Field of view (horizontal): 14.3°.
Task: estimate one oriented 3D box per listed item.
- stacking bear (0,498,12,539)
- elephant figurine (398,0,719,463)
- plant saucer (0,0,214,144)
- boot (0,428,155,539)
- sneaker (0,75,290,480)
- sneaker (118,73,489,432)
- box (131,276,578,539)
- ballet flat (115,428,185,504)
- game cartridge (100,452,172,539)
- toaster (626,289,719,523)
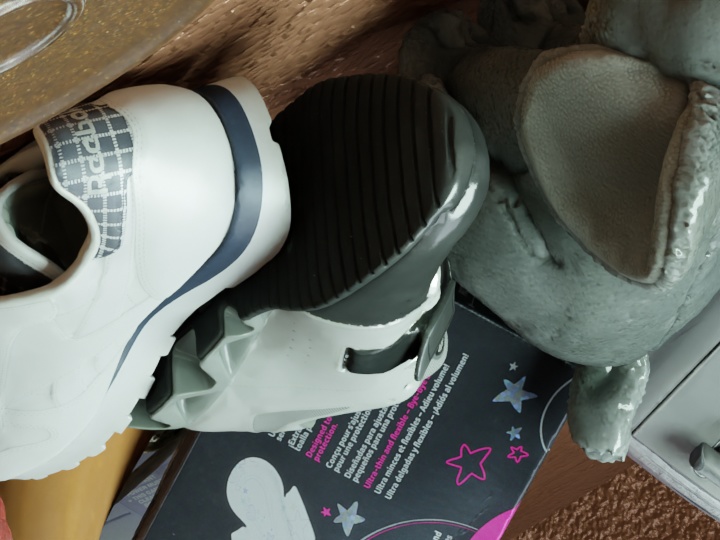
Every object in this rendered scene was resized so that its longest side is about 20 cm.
[{"bbox_3d":[-0.218,0.096,0.866,0.200,0.114,0.122,18,95,-61],"label":"stacking bear"},{"bbox_3d":[0.098,-0.054,0.882,0.200,0.155,0.142,-24,-146,57],"label":"elephant figurine"},{"bbox_3d":[-0.088,-0.066,0.655,0.200,0.037,0.200,-29,170,-5],"label":"plant saucer"},{"bbox_3d":[-0.109,0.103,0.981,0.200,0.074,0.155,-59,-157,21],"label":"boot"},{"bbox_3d":[-0.100,0.005,0.888,0.080,0.077,0.200,-10,153,-37],"label":"sneaker"},{"bbox_3d":[0.000,0.000,0.894,0.088,0.074,0.200,13,154,-26],"label":"sneaker"},{"bbox_3d":[-0.011,0.080,1.052,0.200,0.115,0.132,-61,-178,13],"label":"box"},{"bbox_3d":[-0.134,0.075,1.097,0.200,0.071,0.071,-24,168,-28],"label":"ballet flat"},{"bbox_3d":[-0.042,0.079,1.242,0.200,0.038,0.130,-24,136,27],"label":"game cartridge"},{"bbox_3d":[0.158,0.006,1.049,0.129,0.114,0.200,-50,-172,30],"label":"toaster"}]
